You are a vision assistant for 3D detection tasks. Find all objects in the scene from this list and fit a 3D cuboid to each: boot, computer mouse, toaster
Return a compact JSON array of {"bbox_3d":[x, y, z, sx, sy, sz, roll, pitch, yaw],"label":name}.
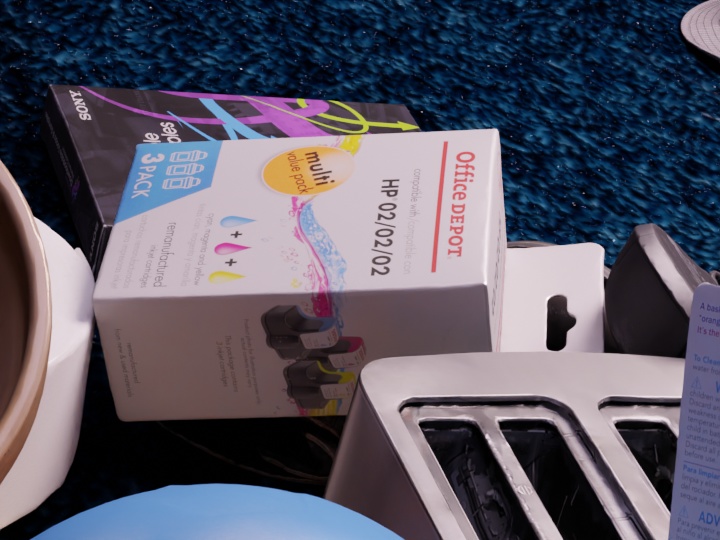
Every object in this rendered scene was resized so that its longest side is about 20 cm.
[{"bbox_3d":[0.016,0.047,1.040,0.199,0.069,0.174,10,28,14],"label":"boot"},{"bbox_3d":[0.158,0.057,1.011,0.141,0.046,0.200,59,12,17],"label":"computer mouse"},{"bbox_3d":[0.085,0.122,0.877,0.180,0.119,0.200,2,31,-21],"label":"toaster"}]

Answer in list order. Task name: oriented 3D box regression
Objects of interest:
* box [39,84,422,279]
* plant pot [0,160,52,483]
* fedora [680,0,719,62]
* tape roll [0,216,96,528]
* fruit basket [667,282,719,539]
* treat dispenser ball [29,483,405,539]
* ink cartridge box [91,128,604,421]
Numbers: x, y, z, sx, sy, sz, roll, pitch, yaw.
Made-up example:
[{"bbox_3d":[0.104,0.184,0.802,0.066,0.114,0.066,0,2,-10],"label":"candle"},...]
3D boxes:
[{"bbox_3d":[-0.051,-0.043,1.191,0.199,0.036,0.143,0,32,-21],"label":"box"},{"bbox_3d":[-0.206,0.033,0.798,0.200,0.093,0.202,5,60,-8],"label":"plant pot"},{"bbox_3d":[0.312,-0.170,1.508,0.200,0.091,0.177,31,33,28],"label":"fedora"},{"bbox_3d":[-0.207,0.030,0.949,0.202,0.071,0.203,9,25,-4],"label":"tape roll"},{"bbox_3d":[0.160,0.116,0.700,0.093,0.201,0.185,7,3,-40],"label":"fruit basket"},{"bbox_3d":[-0.041,0.161,0.668,0.200,0.202,0.201,10,29,-6],"label":"treat dispenser ball"},{"bbox_3d":[0.000,0.000,0.979,0.199,0.068,0.115,-2,36,7],"label":"ink cartridge box"}]
